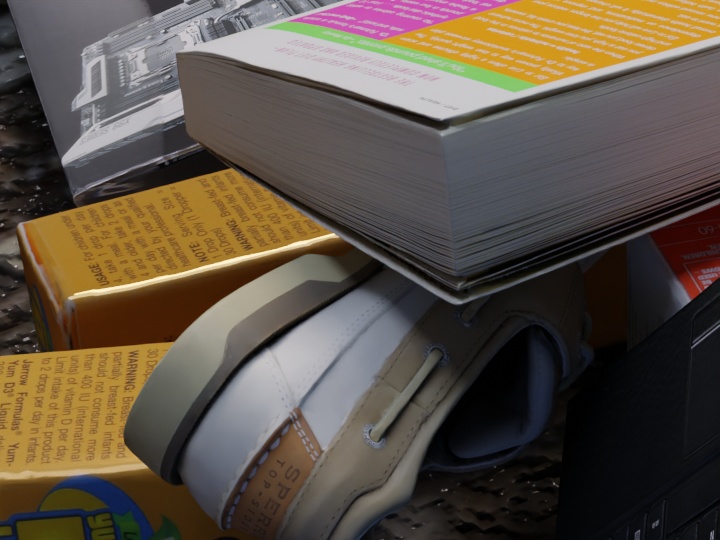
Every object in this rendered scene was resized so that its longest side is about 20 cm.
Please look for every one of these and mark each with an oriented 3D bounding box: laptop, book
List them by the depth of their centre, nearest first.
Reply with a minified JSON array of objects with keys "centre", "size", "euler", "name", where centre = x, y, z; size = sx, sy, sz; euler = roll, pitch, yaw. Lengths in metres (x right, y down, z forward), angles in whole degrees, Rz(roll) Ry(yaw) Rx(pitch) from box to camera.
[{"centre":[0.034,0.080,0.653],"size":[0.103,0.177,0.200],"euler":[15,63,-16],"name":"laptop"},{"centre":[0.069,-0.061,0.795],"size":[0.200,0.048,0.134],"euler":[-19,26,-27],"name":"book"}]

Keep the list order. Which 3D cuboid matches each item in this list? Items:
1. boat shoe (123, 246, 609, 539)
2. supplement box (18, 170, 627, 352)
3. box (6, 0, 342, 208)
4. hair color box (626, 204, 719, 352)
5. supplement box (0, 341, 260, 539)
[{"centre":[0.024,0.020,0.791],"size":[0.068,0.075,0.200],"euler":[40,44,16],"name":"boat shoe"},{"centre":[0.000,0.000,0.910],"size":[0.200,0.067,0.069],"euler":[-15,31,-16],"name":"supplement box"},{"centre":[-0.039,-0.082,1.059],"size":[0.157,0.050,0.200],"euler":[-21,32,-2],"name":"box"},{"centre":[0.123,0.074,0.731],"size":[0.064,0.111,0.200],"euler":[-8,31,-9],"name":"hair color box"},{"centre":[-0.101,0.067,0.832],"size":[0.200,0.067,0.069],"euler":[-6,31,2],"name":"supplement box"}]
